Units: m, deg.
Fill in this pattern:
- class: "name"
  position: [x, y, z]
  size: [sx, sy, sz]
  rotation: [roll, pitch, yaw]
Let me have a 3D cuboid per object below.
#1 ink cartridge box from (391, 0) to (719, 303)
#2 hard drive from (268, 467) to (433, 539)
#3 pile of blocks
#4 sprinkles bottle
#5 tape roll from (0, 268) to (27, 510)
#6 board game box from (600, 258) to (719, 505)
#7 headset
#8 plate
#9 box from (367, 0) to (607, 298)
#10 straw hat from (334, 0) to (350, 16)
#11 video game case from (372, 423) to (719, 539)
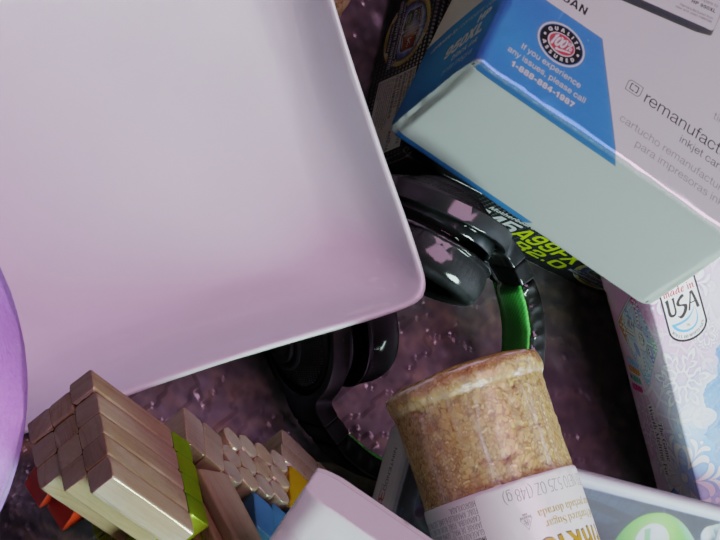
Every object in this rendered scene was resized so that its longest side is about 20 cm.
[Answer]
- class: "ink cartridge box"
  position: [0.123, -0.112, 1.254]
  size: [0.144, 0.084, 0.201]
  rotation: [33, 58, -13]
- class: "hard drive"
  position: [-0.013, 0.187, 1.075]
  size: [0.132, 0.200, 0.026]
  rotation: [34, 27, 2]
- class: "pile of blocks"
  position: [-0.069, 0.103, 1.115]
  size: [0.200, 0.062, 0.082]
  rotation: [22, 35, -58]
- class: "sprinkles bottle"
  position: [0.071, 0.135, 1.134]
  size: [0.068, 0.068, 0.201]
  rotation: [-13, 81, -37]
- class: "tape roll"
  position: [-0.226, 0.043, 1.042]
  size: [0.199, 0.066, 0.201]
  rotation: [7, 76, -30]
- class: "board game box"
  position: [0.227, 0.064, 1.334]
  size: [0.199, 0.043, 0.200]
  rotation: [-22, 103, -24]
- class: "headset"
  position: [0.000, 0.000, 1.228]
  size: [0.123, 0.094, 0.201]
  rotation: [-38, 115, -23]
- class: "plate"
  position: [-0.096, -0.053, 1.146]
  size: [0.199, 0.032, 0.201]
  rotation: [-18, 91, -7]
- class: "box"
  position: [0.090, -0.108, 1.326]
  size: [0.160, 0.044, 0.201]
  rotation: [25, 65, -28]
- class: "straw hat"
  position: [-0.050, -0.185, 1.220]
  size: [0.200, 0.085, 0.202]
  rotation: [9, 73, -33]
- class: "video game case"
  position: [0.075, 0.175, 1.225]
  size: [0.199, 0.023, 0.183]
  rotation: [16, 89, -31]
